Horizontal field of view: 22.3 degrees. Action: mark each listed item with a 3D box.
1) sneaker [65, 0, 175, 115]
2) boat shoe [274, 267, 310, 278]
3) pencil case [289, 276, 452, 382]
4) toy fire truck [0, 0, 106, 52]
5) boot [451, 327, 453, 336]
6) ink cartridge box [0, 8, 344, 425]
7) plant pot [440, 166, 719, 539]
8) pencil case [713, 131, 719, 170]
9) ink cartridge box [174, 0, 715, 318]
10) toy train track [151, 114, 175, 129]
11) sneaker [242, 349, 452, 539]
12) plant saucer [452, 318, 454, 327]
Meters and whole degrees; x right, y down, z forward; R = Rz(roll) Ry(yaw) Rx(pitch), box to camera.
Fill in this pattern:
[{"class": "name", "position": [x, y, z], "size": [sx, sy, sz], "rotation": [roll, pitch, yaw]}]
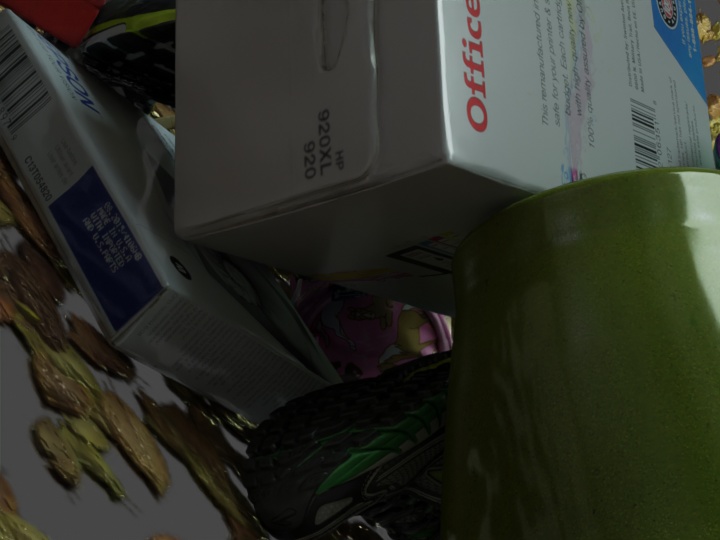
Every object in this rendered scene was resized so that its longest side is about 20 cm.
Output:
[{"class": "sneaker", "position": [-0.100, -0.126, 0.892], "size": [0.074, 0.081, 0.200], "rotation": [24, -8, -28]}, {"class": "boat shoe", "position": [-0.026, -0.036, 0.912], "size": [0.060, 0.072, 0.200], "rotation": [57, 5, -5]}, {"class": "pencil case", "position": [0.000, 0.000, 0.996], "size": [0.087, 0.083, 0.200], "rotation": [47, 16, -20]}, {"class": "toy fire truck", "position": [-0.131, -0.179, 0.874], "size": [0.049, 0.142, 0.200], "rotation": [30, 2, -24]}, {"class": "boot", "position": [0.060, 0.080, 1.105], "size": [0.075, 0.074, 0.200], "rotation": [29, 8, -20]}, {"class": "ink cartridge box", "position": [-0.079, -0.008, 0.842], "size": [0.200, 0.041, 0.200], "rotation": [38, 13, -52]}, {"class": "plant pot", "position": [0.112, 0.072, 0.693], "size": [0.200, 0.199, 0.194], "rotation": [32, 46, -61]}, {"class": "pencil case", "position": [0.208, 0.021, 0.804], "size": [0.093, 0.084, 0.201], "rotation": [-60, 143, -49]}, {"class": "ink cartridge box", "position": [0.038, -0.076, 0.780], "size": [0.199, 0.144, 0.148], "rotation": [16, 65, -47]}, {"class": "toy train track", "position": [-0.065, -0.072, 0.961], "size": [0.200, 0.114, 0.033], "rotation": [-168, -113, -76]}, {"class": "sneaker", "position": [0.026, 0.084, 0.774], "size": [0.200, 0.078, 0.086], "rotation": [-12, 92, -56]}, {"class": "plant saucer", "position": [0.087, 0.045, 1.247], "size": [0.201, 0.031, 0.200], "rotation": [58, -16, 26]}]
